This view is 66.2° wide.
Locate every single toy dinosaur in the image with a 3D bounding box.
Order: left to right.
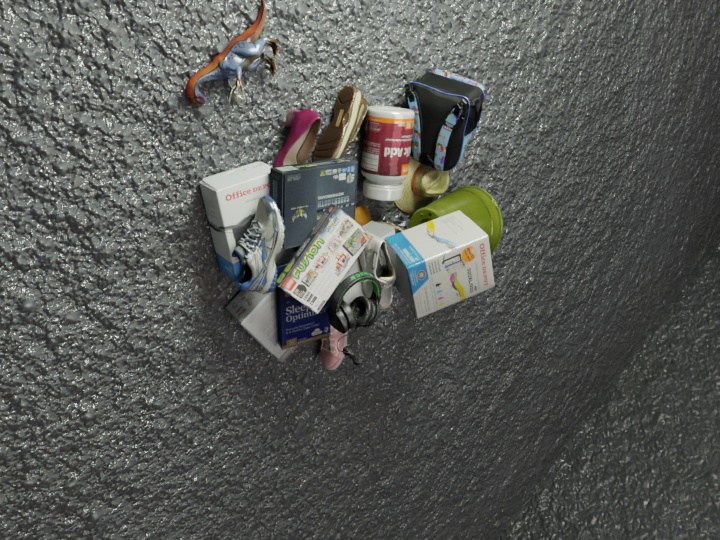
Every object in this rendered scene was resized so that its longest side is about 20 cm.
[{"bbox_3d":[-0.242,-0.380,1.025,0.179,0.105,0.203,-14,82,-21],"label":"toy dinosaur"}]

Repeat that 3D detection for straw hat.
[{"bbox_3d":[0.180,-0.232,1.424,0.199,0.085,0.204,-19,122,-34],"label":"straw hat"}]

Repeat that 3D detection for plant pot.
[{"bbox_3d":[0.232,-0.109,1.433,0.191,0.199,0.203,-15,119,-42],"label":"plant pot"}]

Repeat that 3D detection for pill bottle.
[{"bbox_3d":[0.060,-0.271,1.282,0.113,0.114,0.203,-12,117,-36],"label":"pill bottle"}]

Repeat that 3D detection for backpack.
[{"bbox_3d":[0.196,-0.352,1.323,0.134,0.181,0.202,-42,147,-39],"label":"backpack"}]

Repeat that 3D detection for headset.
[{"bbox_3d":[-0.008,0.103,1.190,0.122,0.094,0.202,-10,125,-38],"label":"headset"}]

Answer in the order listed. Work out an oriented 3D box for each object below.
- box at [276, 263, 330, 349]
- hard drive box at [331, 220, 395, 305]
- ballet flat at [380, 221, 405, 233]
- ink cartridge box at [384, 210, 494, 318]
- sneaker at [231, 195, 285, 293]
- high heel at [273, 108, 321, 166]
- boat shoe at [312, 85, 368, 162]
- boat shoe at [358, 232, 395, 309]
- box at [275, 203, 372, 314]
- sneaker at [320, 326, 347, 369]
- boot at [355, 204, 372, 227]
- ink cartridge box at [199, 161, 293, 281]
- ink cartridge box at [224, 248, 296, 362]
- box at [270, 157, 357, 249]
[{"bbox_3d":[-0.123,0.072,1.202,0.120,0.032,0.202,-14,124,-25],"label":"box"},{"bbox_3d":[0.000,0.000,1.291,0.199,0.076,0.158,-34,128,-36],"label":"hard drive box"},{"bbox_3d":[0.112,-0.072,1.456,0.199,0.064,0.076,17,99,-44],"label":"ballet flat"},{"bbox_3d":[0.181,-0.018,1.262,0.198,0.145,0.149,-21,124,-8],"label":"ink cartridge box"},{"bbox_3d":[-0.202,-0.045,1.073,0.084,0.077,0.203,-5,114,-35],"label":"sneaker"},{"bbox_3d":[-0.127,-0.233,1.151,0.067,0.096,0.203,3,107,-41],"label":"high heel"},{"bbox_3d":[-0.035,-0.296,1.219,0.074,0.074,0.204,21,95,-50],"label":"boat shoe"},{"bbox_3d":[0.046,0.012,1.234,0.071,0.069,0.202,-43,133,-32],"label":"boat shoe"},{"bbox_3d":[-0.074,-0.024,1.138,0.110,0.035,0.201,37,87,-27],"label":"box"},{"bbox_3d":[-0.080,0.146,1.383,0.104,0.075,0.203,15,92,-48],"label":"sneaker"},{"bbox_3d":[-0.041,-0.125,1.305,0.144,0.070,0.203,-38,134,-29],"label":"boot"},{"bbox_3d":[-0.229,-0.101,1.133,0.144,0.083,0.202,-25,124,-30],"label":"ink cartridge box"},{"bbox_3d":[-0.176,0.079,1.263,0.200,0.084,0.176,-47,135,-14],"label":"ink cartridge box"},{"bbox_3d":[-0.095,-0.142,1.146,0.198,0.051,0.160,-16,121,-40],"label":"box"}]
